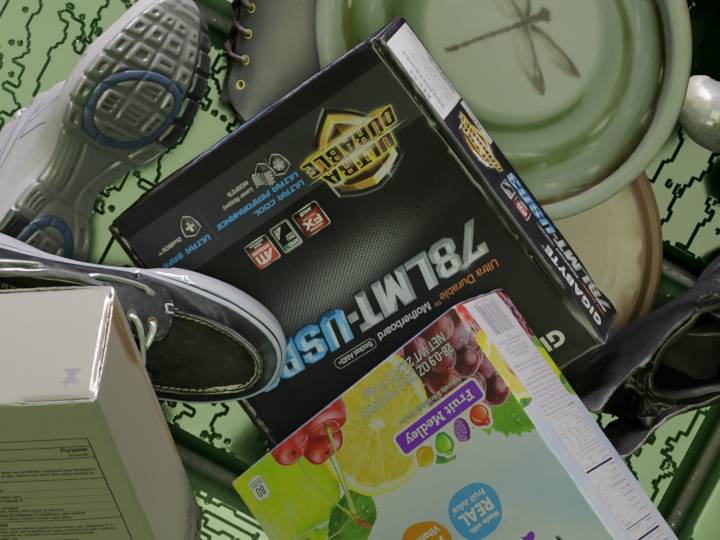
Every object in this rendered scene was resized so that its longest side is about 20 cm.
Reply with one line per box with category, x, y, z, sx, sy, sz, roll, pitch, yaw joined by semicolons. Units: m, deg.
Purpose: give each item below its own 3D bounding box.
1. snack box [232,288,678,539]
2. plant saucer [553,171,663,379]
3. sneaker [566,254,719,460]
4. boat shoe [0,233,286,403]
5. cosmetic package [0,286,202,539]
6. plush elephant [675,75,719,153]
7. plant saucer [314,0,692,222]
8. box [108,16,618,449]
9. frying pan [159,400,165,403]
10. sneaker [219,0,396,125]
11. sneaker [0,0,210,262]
snack box;0.058;0.139;1.178;0.169;0.068;0.200;-40;81;27
plant saucer;0.073;-0.012;1.295;0.200;0.029;0.200;0;90;-4
sneaker;0.188;0.039;1.248;0.200;0.104;0.060;-28;98;-19
boat shoe;-0.131;0.034;1.187;0.200;0.071;0.072;13;108;-16
cosmetic package;-0.151;0.097;1.160;0.105;0.200;0.071;-2;50;9
plush elephant;0.234;-0.155;1.246;0.200;0.165;0.155;-37;66;16
plant saucer;0.077;-0.124;1.205;0.200;0.050;0.200;7;113;17
box;0.000;0.000;1.230;0.200;0.050;0.199;-32;97;27
frying pan;-0.167;0.071;1.260;0.115;0.031;0.190;44;98;-8
sneaker;-0.054;-0.153;1.258;0.106;0.075;0.200;-36;95;-3
sneaker;-0.159;-0.071;1.241;0.200;0.087;0.074;-52;130;0
